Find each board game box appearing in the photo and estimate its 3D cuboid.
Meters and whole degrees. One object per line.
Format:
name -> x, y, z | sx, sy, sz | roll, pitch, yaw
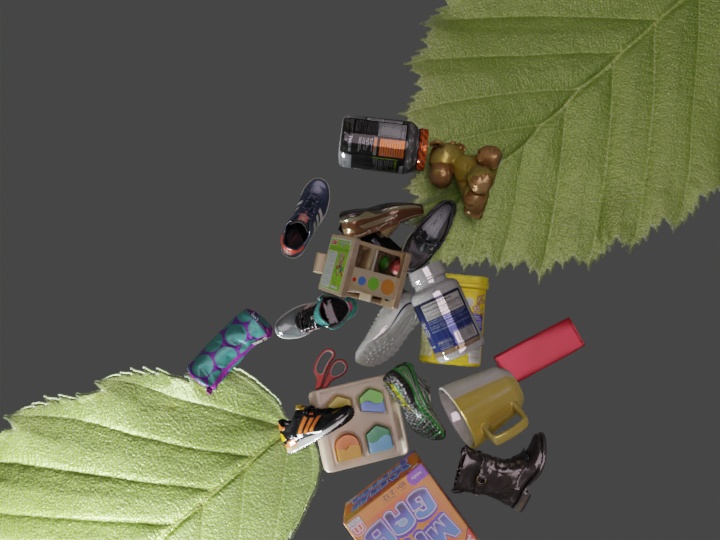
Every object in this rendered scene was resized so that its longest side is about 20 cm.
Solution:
board game box -> 0.103, 0.533, 1.531 | 0.199, 0.200, 0.200 | -37, 84, -4

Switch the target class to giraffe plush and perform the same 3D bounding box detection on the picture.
giraffe plush -> 0.225, -0.232, 1.632 | 0.161, 0.173, 0.200 | 18, 49, 10

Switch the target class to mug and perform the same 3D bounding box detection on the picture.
mug -> 0.283, 0.302, 1.583 | 0.153, 0.150, 0.187 | -27, 59, -11

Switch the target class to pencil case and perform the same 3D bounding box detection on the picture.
pencil case -> -0.292, 0.178, 1.631 | 0.200, 0.085, 0.092 | -45, 59, -4

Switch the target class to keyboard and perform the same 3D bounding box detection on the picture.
keyboard -> 0.027, -0.044, 1.688 | 0.200, 0.040, 0.104 | 43, 62, 6

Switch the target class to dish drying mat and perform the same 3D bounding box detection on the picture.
dish drying mat -> 0.410, 0.186, 1.659 | 0.199, 0.018, 0.077 | -28, 83, -2

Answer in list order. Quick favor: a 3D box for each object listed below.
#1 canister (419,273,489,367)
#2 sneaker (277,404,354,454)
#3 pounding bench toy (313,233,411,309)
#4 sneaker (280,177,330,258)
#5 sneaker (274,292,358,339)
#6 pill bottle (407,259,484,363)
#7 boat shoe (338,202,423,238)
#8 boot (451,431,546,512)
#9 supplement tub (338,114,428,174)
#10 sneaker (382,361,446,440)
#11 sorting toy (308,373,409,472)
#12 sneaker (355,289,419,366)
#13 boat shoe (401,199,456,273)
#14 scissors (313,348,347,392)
canister -> 0.208, 0.111, 1.636 | 0.148, 0.087, 0.201 | 5, 85, 1
sneaker -> -0.106, 0.328, 1.589 | 0.200, 0.070, 0.090 | -35, 79, 28
pounding bench toy -> 0.000, 0.000, 1.594 | 0.155, 0.200, 0.125 | 15, 90, -26
sneaker -> -0.125, -0.124, 1.664 | 0.075, 0.085, 0.201 | 20, 84, 3
sneaker -> -0.101, 0.104, 1.620 | 0.199, 0.121, 0.084 | -20, 84, -2
pill bottle -> 0.176, 0.085, 1.541 | 0.110, 0.111, 0.201 | -24, 86, -2
boat shoe -> 0.048, -0.113, 1.666 | 0.199, 0.076, 0.074 | -10, 101, -14
boot -> 0.307, 0.428, 1.607 | 0.173, 0.069, 0.201 | 23, 86, 2
supplement tub -> 0.053, -0.288, 1.663 | 0.199, 0.123, 0.123 | 7, 84, 1
sneaker -> 0.138, 0.293, 1.620 | 0.085, 0.078, 0.201 | -37, 99, -39
sorting toy -> -0.004, 0.344, 1.629 | 0.199, 0.036, 0.186 | -12, 86, -3
sneaker -> 0.058, 0.134, 1.647 | 0.200, 0.076, 0.081 | -46, 43, 9
boat shoe -> 0.159, -0.082, 1.661 | 0.074, 0.066, 0.200 | 40, 80, 3
scissors -> -0.100, 0.277, 1.656 | 0.073, 0.014, 0.201 | 30, 86, 1
